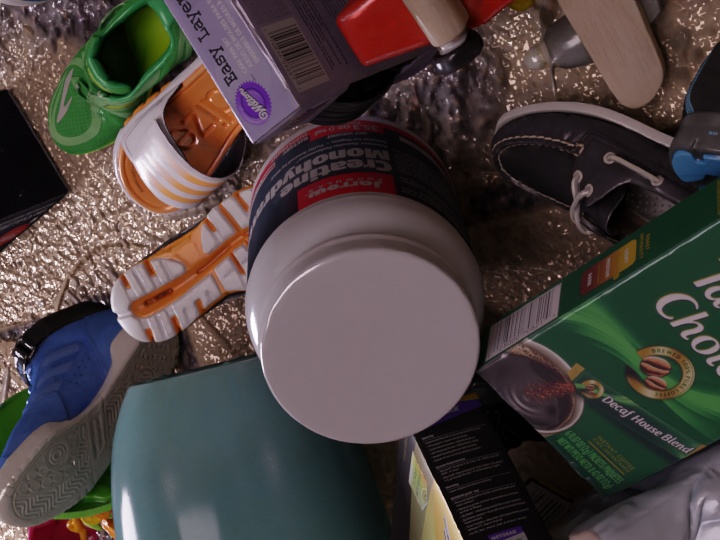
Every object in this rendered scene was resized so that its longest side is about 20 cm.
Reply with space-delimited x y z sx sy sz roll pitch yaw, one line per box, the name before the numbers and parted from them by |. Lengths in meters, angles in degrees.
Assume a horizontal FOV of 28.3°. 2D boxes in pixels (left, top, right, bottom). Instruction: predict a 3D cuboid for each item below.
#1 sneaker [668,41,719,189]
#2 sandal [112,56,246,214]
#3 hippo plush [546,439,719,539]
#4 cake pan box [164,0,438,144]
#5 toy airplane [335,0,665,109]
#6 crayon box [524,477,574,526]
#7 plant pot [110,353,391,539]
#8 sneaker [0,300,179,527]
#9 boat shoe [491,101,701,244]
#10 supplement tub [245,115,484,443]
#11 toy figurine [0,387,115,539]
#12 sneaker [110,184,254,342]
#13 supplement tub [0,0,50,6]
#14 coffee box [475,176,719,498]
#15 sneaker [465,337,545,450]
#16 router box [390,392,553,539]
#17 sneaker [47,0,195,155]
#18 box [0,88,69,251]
sneaker | 0.270 -0.071 0.756 0.199 0.073 0.082 15 73 10
sandal | -0.112 -0.099 1.002 0.079 0.059 0.207 28 130 -22
hippo plush | 0.219 0.185 0.847 0.199 0.159 0.161 -29 87 -2
cake pan box | -0.045 -0.185 0.861 0.052 0.184 0.200 -33 90 41
toy airplane | 0.096 -0.202 0.805 0.198 0.141 0.201 8 108 -9
crayon box | 0.167 0.264 0.968 0.199 0.058 0.173 27 121 24
plant pot | -0.088 0.145 1.019 0.200 0.200 0.162 -15 89 37
sneaker | -0.240 0.105 1.112 0.111 0.200 0.077 15 147 35
boat shoe | 0.160 -0.044 0.842 0.199 0.060 0.074 21 148 25
supplement tub | 0.000 0.000 0.873 0.140 0.200 0.141 -2 116 -3
toy figurine | -0.211 0.210 1.192 0.199 0.150 0.185 9 130 5
sneaker | -0.087 -0.017 1.030 0.199 0.077 0.079 -22 100 20
supplement tub | -0.188 -0.274 0.951 0.199 0.144 0.145 -16 98 38
coffee box | 0.174 0.036 0.781 0.200 0.044 0.123 -34 111 32
sneaker | 0.105 0.080 0.938 0.199 0.073 0.082 7 138 31
router box | 0.070 0.199 0.879 0.201 0.052 0.158 93 158 -46
sneaker | -0.177 -0.150 1.030 0.200 0.083 0.074 -37 86 39
box | -0.370 -0.037 1.134 0.182 0.200 0.104 -32 89 39
